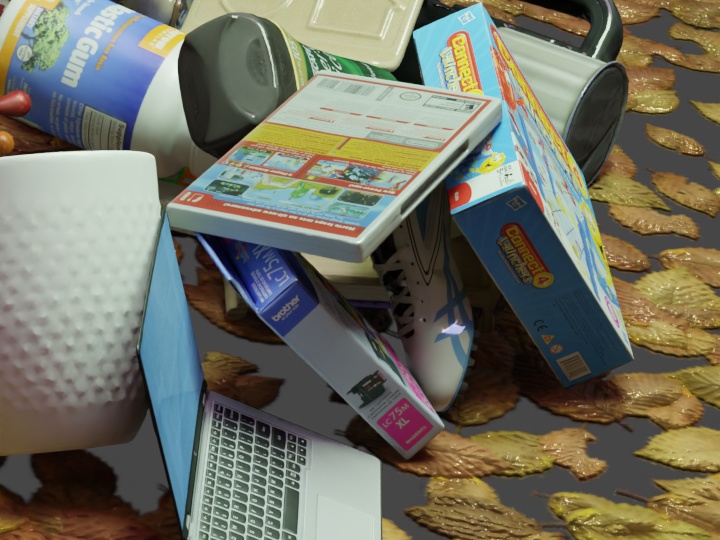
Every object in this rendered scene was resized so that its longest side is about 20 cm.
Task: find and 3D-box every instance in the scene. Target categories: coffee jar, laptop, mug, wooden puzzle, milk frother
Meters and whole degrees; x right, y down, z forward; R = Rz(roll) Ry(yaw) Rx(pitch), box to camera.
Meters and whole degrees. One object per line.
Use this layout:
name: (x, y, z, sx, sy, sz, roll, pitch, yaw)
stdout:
coffee jar: (-0.046, -0.116, 1.717, 0.085, 0.104, 0.200, -23, -21, 28)
laptop: (-0.055, 0.086, 1.424, 0.200, 0.116, 0.187, 23, 25, -10)
mug: (-0.203, 0.025, 1.490, 0.147, 0.176, 0.200, -4, -3, -27)
wooden puzzle: (-0.028, -0.237, 1.889, 0.185, 0.046, 0.200, 10, 59, 20)
milk frother: (0.110, -0.182, 1.976, 0.188, 0.181, 0.200, 22, 5, 25)

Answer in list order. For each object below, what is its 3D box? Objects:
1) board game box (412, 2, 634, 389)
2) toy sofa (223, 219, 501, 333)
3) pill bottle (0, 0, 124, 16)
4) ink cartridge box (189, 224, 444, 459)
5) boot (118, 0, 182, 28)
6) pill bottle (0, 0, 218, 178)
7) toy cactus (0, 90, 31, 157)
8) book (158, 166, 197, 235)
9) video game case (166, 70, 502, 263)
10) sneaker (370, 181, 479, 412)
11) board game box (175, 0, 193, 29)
board game box: (0.114, -0.053, 1.681, 0.056, 0.200, 0.196, -23, 43, 14)
toy sofa: (0.000, 0.000, 1.731, 0.200, 0.098, 0.083, 4, 51, -13)
pill bottle: (-0.254, -0.189, 1.966, 0.200, 0.114, 0.114, 28, 31, 34)
ink cartridge box: (-0.032, 0.028, 1.552, 0.200, 0.042, 0.119, 43, 7, -34)
boot: (-0.209, -0.248, 1.896, 0.146, 0.070, 0.200, 19, 16, -10)
pill bottle: (-0.173, -0.137, 1.802, 0.200, 0.112, 0.112, 23, 28, 12)
toy cactus: (-0.352, -0.111, 1.762, 0.165, 0.102, 0.200, -25, 26, -39)
book: (-0.100, -0.064, 1.855, 0.200, 0.048, 0.134, 14, 32, 6)
video game case: (-0.014, -0.071, 1.547, 0.143, 0.017, 0.200, 12, 35, 27)
sneaker: (0.035, 0.001, 1.637, 0.072, 0.200, 0.072, 1, -18, -27)
board game box: (-0.072, -0.169, 1.995, 0.165, 0.057, 0.200, 27, 20, -21)
